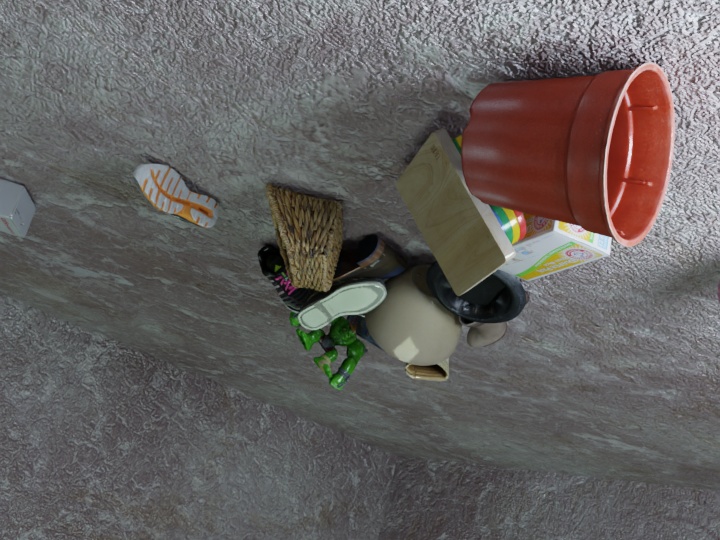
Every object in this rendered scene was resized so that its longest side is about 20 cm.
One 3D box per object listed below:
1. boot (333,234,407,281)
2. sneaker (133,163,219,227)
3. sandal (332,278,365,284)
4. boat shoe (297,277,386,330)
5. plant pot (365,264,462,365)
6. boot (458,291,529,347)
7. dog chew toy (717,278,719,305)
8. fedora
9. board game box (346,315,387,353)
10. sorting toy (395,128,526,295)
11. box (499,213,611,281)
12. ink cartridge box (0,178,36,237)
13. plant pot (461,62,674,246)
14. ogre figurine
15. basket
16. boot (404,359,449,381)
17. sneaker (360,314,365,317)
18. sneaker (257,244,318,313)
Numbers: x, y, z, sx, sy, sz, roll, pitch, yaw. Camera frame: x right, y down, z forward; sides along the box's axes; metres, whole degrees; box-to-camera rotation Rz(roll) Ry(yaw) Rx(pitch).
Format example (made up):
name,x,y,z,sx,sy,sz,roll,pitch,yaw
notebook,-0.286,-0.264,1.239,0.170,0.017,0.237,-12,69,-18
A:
name,x,y,z,sx,sy,sz,roll,pitch,yaw
boot,0.000,0.000,1.734,0.097,0.075,0.199,30,146,-31
sneaker,-0.362,-0.140,1.668,0.077,0.079,0.200,12,162,40
sandal,-0.057,-0.007,1.841,0.199,0.055,0.082,24,160,23
boat shoe,-0.035,0.055,1.736,0.200,0.061,0.072,-22,116,24
plant pot,0.122,0.068,1.730,0.199,0.201,0.135,17,132,-5
boot,0.242,0.092,1.718,0.146,0.070,0.200,-4,142,-49
dog chew toy,0.618,0.018,1.261,0.124,0.125,0.200,22,153,-18
fedora,0.216,0.008,1.568,0.199,0.092,0.201,19,148,12
board game box,0.087,0.152,2.017,0.199,0.062,0.200,17,-175,-19
sorting toy,0.150,-0.087,1.256,0.069,0.200,0.200,-26,172,-19
box,0.274,-0.067,1.295,0.101,0.113,0.200,21,160,-20
ink cartridge box,-0.860,-0.159,1.991,0.198,0.088,0.145,18,162,-2
plant pot,0.236,-0.142,1.022,0.194,0.202,0.201,12,163,37
ogre figurine,-0.067,0.157,1.994,0.200,0.120,0.098,50,160,13
basket,-0.117,-0.047,1.621,0.148,0.144,0.200,14,161,3
boot,0.099,0.140,1.799,0.199,0.156,0.073,24,129,-4
sneaker,0.081,0.085,1.901,0.199,0.077,0.080,-6,178,38
sneaker,-0.160,0.015,1.853,0.200,0.074,0.088,47,174,38
